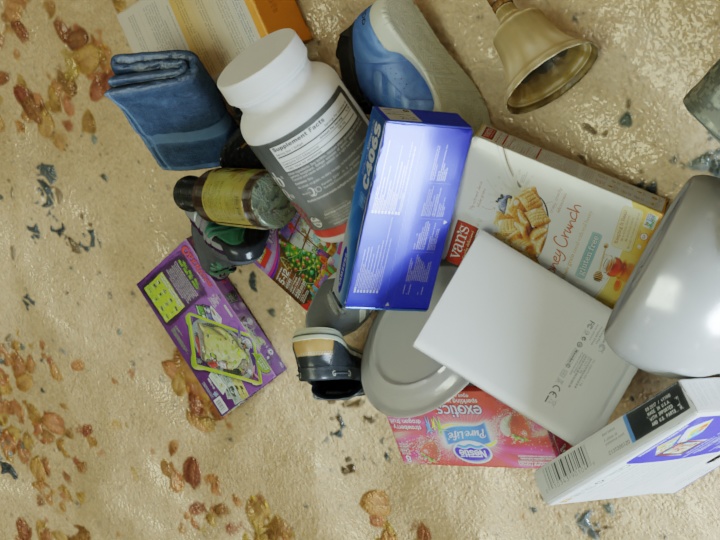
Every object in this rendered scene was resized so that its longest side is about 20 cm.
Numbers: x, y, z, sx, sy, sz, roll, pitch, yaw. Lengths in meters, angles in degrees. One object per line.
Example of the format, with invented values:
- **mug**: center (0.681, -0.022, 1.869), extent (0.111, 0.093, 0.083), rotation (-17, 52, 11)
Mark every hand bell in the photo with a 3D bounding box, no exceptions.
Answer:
- **hand bell**: center (0.133, -0.262, 1.418), extent (0.104, 0.104, 0.201), rotation (-45, 67, 39)

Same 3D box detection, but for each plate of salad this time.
- **plate of salad**: center (0.081, 0.067, 1.538), extent (0.199, 0.201, 0.048), rotation (-21, 136, 40)

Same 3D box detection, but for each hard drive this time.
- **hard drive**: center (0.169, 0.069, 1.433), extent (0.199, 0.025, 0.133), rotation (31, 84, 2)

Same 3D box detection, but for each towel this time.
- **towel**: center (-0.200, -0.170, 1.626), extent (0.111, 0.200, 0.049), rotation (-5, 64, 11)

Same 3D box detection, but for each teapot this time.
- **teapot**: center (0.318, 0.024, 1.314), extent (0.145, 0.200, 0.198), rotation (29, 110, 5)

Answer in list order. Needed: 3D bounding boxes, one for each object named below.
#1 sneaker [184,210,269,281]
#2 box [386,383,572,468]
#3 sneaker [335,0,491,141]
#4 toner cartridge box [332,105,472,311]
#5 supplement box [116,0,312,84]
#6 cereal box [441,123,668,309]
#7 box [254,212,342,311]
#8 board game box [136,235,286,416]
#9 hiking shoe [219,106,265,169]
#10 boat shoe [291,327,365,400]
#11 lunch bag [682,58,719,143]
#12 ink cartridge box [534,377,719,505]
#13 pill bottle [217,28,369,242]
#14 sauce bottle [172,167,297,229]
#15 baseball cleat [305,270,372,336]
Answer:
- **sneaker**: center (-0.147, -0.022, 1.681), extent (0.200, 0.074, 0.088), rotation (-137, 41, -65)
- **box**: center (0.133, 0.142, 1.548), extent (0.199, 0.100, 0.096), rotation (-4, 114, 37)
- **sneaker**: center (0.050, -0.176, 1.511), extent (0.111, 0.077, 0.201), rotation (-29, 98, 48)
- **toner cartridge box**: center (0.040, -0.058, 1.449), extent (0.043, 0.094, 0.201), rotation (-124, 42, -57)
- **supplement box**: center (-0.163, -0.270, 1.632), extent (0.199, 0.073, 0.127), rotation (-20, 95, 40)
- **cereal box**: center (0.184, -0.041, 1.449), extent (0.199, 0.040, 0.145), rotation (22, 122, 8)
- **box**: center (-0.039, -0.052, 1.647), extent (0.137, 0.039, 0.201), rotation (41, 127, 18)
- **board game box**: center (-0.185, 0.069, 1.813), extent (0.120, 0.032, 0.201), rotation (-37, 84, 43)
- **hiking shoe**: center (-0.095, -0.158, 1.621), extent (0.076, 0.101, 0.200), rotation (37, 148, 10)
- **boat shoe**: center (-0.027, 0.115, 1.614), extent (0.074, 0.200, 0.063), rotation (-7, 72, 14)
- **lunch bag**: center (0.393, -0.141, 1.231), extent (0.200, 0.139, 0.168), rotation (48, 111, 9)
- **ink cartridge box**: center (0.298, 0.161, 1.392), extent (0.198, 0.199, 0.044), rotation (-41, 58, 39)
- **pill bottle**: center (-0.049, -0.136, 1.484), extent (0.115, 0.116, 0.200), rotation (-15, 122, 39)
- **sauce bottle**: center (-0.143, -0.081, 1.604), extent (0.199, 0.064, 0.065), rotation (9, 114, 54)
- **baseball cleat**: center (0.000, 0.000, 1.558), extent (0.200, 0.106, 0.070), rotation (-43, 64, 17)
